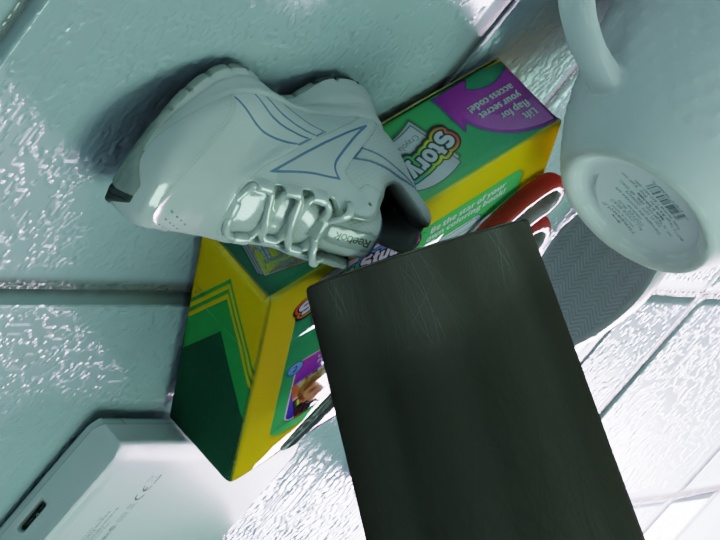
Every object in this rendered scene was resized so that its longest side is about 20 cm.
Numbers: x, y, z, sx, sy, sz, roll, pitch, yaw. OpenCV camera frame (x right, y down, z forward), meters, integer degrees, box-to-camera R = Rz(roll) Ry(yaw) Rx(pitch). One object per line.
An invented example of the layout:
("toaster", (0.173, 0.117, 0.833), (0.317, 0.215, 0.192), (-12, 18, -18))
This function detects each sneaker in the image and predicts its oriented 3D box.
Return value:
("sneaker", (0.193, -0.025, 1.618), (0.200, 0.074, 0.115), (-50, 155, 13))
("sneaker", (-0.034, -0.042, 1.160), (0.200, 0.087, 0.075), (-10, 143, -53))

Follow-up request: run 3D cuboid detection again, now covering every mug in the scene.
("mug", (0.170, -0.109, 1.302), (0.200, 0.147, 0.176), (51, 61, -27))

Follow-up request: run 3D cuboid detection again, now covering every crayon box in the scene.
("crayon box", (0.000, 0.000, 1.340), (0.200, 0.058, 0.173), (-32, 155, -29))

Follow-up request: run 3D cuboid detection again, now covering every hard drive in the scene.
("hard drive", (-0.126, 0.135, 1.413), (0.132, 0.027, 0.200), (-49, 158, 15))

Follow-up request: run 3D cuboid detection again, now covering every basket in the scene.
("basket", (0.055, 0.087, 1.211), (0.135, 0.201, 0.180), (-17, 177, 5))

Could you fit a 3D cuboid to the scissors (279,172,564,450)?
("scissors", (0.032, 0.019, 1.335), (0.200, 0.014, 0.073), (-37, 160, -18))
